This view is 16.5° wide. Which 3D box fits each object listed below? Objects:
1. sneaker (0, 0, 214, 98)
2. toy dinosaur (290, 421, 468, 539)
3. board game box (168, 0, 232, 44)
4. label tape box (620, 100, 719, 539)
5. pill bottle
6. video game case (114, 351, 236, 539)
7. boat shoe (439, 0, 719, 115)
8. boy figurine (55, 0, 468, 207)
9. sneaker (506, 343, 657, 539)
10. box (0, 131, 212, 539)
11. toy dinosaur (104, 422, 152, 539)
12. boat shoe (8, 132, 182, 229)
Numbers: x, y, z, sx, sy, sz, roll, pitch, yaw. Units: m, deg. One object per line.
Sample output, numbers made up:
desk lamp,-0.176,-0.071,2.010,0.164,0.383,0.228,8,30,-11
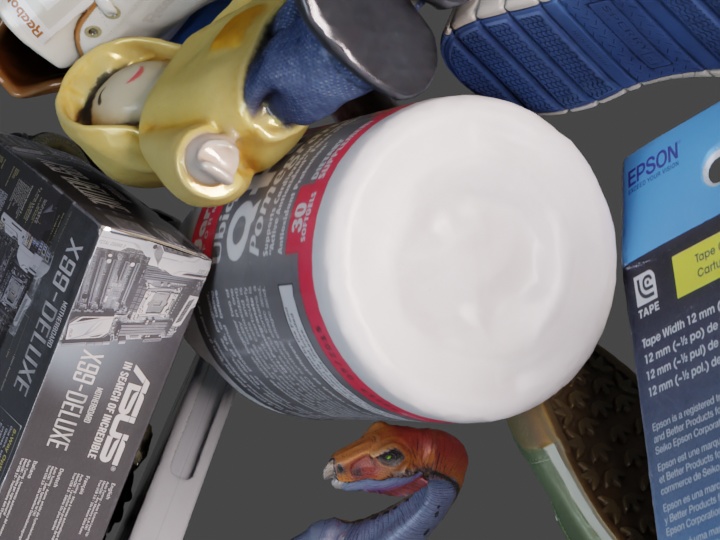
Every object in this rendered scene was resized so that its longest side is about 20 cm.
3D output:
sneaker,-0.086,-0.117,0.931,0.073,0.085,0.200,52,145,5
toy dinosaur,-0.022,0.121,0.988,0.182,0.105,0.200,-56,21,13
board game box,-0.075,-0.141,1.024,0.200,0.039,0.159,-17,94,54
label tape box,0.157,0.036,0.792,0.143,0.066,0.201,-31,56,48
pill bottle,0.000,0.000,0.909,0.200,0.110,0.111,-7,98,66
video game case,-0.094,0.125,1.040,0.023,0.183,0.200,23,127,-4
boat shoe,0.109,-0.105,0.788,0.199,0.073,0.072,-5,143,43
boy figurine,-0.039,-0.076,0.877,0.064,0.125,0.200,38,152,-22
sneaker,0.100,0.126,0.890,0.200,0.067,0.090,54,131,18
box,-0.139,0.059,0.956,0.158,0.050,0.201,32,101,61
toy dinosaur,-0.120,0.070,1.083,0.200,0.047,0.088,126,126,-64
boat shoe,-0.142,-0.030,1.113,0.200,0.073,0.065,29,107,36
